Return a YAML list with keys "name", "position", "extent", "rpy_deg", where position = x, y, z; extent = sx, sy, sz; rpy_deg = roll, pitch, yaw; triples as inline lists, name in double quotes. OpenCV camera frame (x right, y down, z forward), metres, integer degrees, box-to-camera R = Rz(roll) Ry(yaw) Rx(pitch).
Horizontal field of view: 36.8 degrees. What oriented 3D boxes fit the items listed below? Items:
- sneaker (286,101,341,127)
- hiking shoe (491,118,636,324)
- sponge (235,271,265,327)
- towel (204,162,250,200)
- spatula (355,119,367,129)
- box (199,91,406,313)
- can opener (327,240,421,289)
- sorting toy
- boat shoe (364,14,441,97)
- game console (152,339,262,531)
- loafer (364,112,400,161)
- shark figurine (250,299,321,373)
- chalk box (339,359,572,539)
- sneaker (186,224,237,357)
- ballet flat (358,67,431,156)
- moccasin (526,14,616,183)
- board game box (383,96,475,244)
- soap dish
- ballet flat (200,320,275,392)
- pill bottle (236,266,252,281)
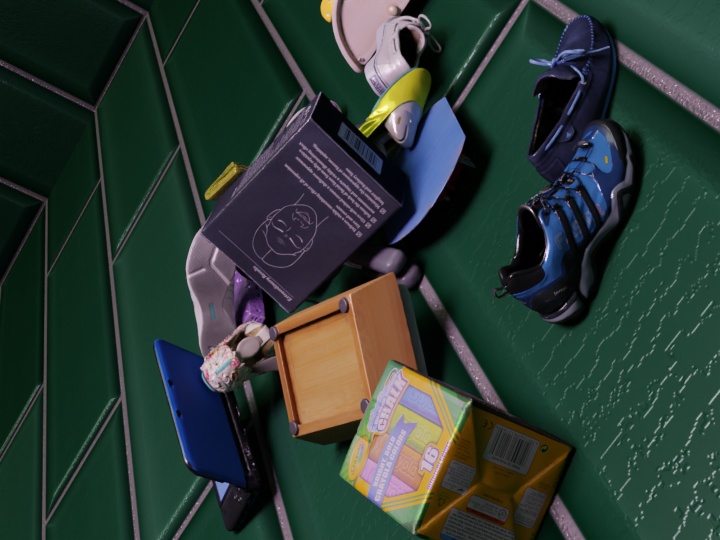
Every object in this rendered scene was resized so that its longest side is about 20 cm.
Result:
- name: "sneaker"
  position: [-0.099, -0.171, 1.638]
  extent: [0.201, 0.074, 0.100]
  rpy_deg: [-57, 9, -2]
- name: "hiking shoe"
  position: [0.191, -0.055, 0.994]
  extent: [0.074, 0.086, 0.202]
  rpy_deg: [-2, 66, 61]
- name: "sponge"
  position: [-0.181, 0.042, 1.635]
  extent: [0.201, 0.029, 0.112]
  rpy_deg: [-101, 31, -50]
- name: "towel"
  position: [-0.111, -0.115, 1.486]
  extent: [0.086, 0.198, 0.018]
  rpy_deg: [-34, 64, 45]
- name: "spatula"
  position: [-0.054, -0.135, 1.420]
  extent: [0.200, 0.021, 0.057]
  rpy_deg: [-42, 2, 30]
- name: "box"
  position: [-0.065, -0.079, 1.280]
  extent: [0.200, 0.148, 0.107]
  rpy_deg: [-42, 15, 21]
- name: "can opener"
  position: [0.000, 0.000, 1.328]
  extent: [0.067, 0.053, 0.199]
  rpy_deg: [-53, 26, -9]
- name: "sorting toy"
  position: [0.032, -0.415, 1.591]
  extent: [0.201, 0.106, 0.180]
  rpy_deg: [-53, 3, 24]
- name: "boat shoe"
  position: [0.064, -0.301, 1.429]
  extent: [0.086, 0.075, 0.203]
  rpy_deg: [-31, 18, 27]
- name: "game console"
  position: [-0.210, 0.213, 1.382]
  extent: [0.172, 0.117, 0.201]
  rpy_deg: [-62, 39, 41]
- name: "loafer"
  position: [0.018, -0.134, 1.412]
  extent: [0.070, 0.070, 0.202]
  rpy_deg: [34, 97, 43]
- name: "shark figurine"
  position: [-0.051, 0.068, 1.338]
  extent: [0.214, 0.089, 0.130]
  rpy_deg: [-23, 47, 51]
- name: "chalk box"
  position: [0.071, 0.168, 0.987]
  extent: [0.200, 0.123, 0.125]
  rpy_deg: [18, 83, 64]
- name: "sneaker"
  position: [-0.211, 0.031, 1.530]
  extent: [0.080, 0.069, 0.203]
  rpy_deg: [-135, 43, -72]
- name: "ballet flat"
  position: [0.027, -0.161, 1.342]
  extent: [0.200, 0.067, 0.067]
  rpy_deg: [-44, 51, 6]
- name: "moccasin"
  position: [0.210, -0.182, 1.085]
  extent: [0.080, 0.068, 0.202]
  rpy_deg: [-30, 42, 49]
- name: "board game box"
  position: [0.083, -0.112, 1.297]
  extent: [0.159, 0.039, 0.201]
  rpy_deg: [-56, 21, 21]
- name: "soap dish"
  position: [-0.017, 0.103, 1.187]
  extent: [0.199, 0.080, 0.160]
  rpy_deg: [-24, 75, 52]
- name: "ballet flat"
  position: [-0.147, 0.107, 1.444]
  extent: [0.064, 0.076, 0.200]
  rpy_deg: [-43, 3, 21]
- name: "pill bottle"
  position: [-0.118, -0.034, 1.515]
  extent: [0.199, 0.112, 0.114]
  rpy_deg: [11, 77, 62]
